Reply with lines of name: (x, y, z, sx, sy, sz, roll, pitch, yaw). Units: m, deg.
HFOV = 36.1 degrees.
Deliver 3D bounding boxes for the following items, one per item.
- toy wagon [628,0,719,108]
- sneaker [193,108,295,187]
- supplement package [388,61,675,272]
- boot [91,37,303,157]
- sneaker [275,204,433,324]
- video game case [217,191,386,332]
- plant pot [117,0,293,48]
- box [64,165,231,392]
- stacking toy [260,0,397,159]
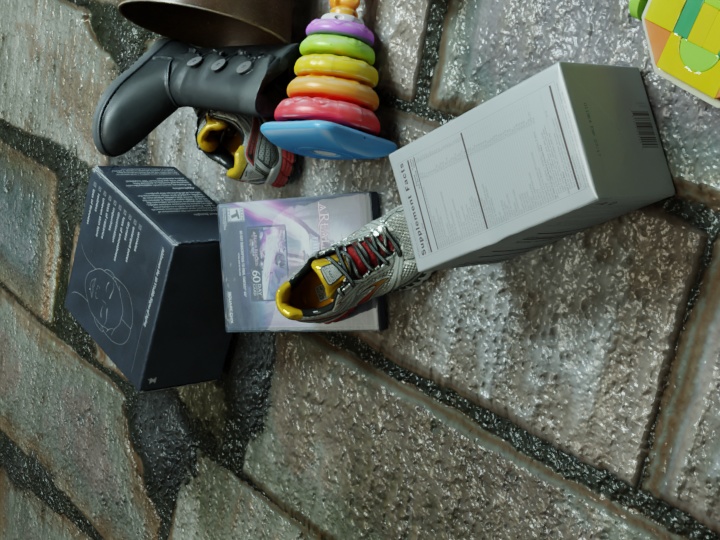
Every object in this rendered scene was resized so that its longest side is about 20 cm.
toy wagon: (0.282, -0.222, 0.796, 0.155, 0.039, 0.201, 41, 123, 37)
sneaker: (-0.152, -0.172, 1.243, 0.200, 0.082, 0.078, 50, 127, 34)
supplement package: (0.137, -0.081, 0.921, 0.199, 0.109, 0.115, -23, 78, 47)
boot: (-0.170, -0.178, 1.165, 0.199, 0.066, 0.165, 14, 63, 32)
sneaker: (0.000, 0.000, 1.087, 0.200, 0.082, 0.078, -35, 77, 26)
video game case: (-0.066, -0.006, 1.183, 0.199, 0.019, 0.144, -2, 93, 32)
plant pot: (-0.145, -0.352, 1.178, 0.186, 0.186, 0.202, 9, 87, 47)
box: (-0.246, 0.005, 1.338, 0.196, 0.123, 0.201, 40, 122, 39)
stacking toy: (-0.023, -0.215, 1.105, 0.109, 0.116, 0.202, 6, 87, 45)
